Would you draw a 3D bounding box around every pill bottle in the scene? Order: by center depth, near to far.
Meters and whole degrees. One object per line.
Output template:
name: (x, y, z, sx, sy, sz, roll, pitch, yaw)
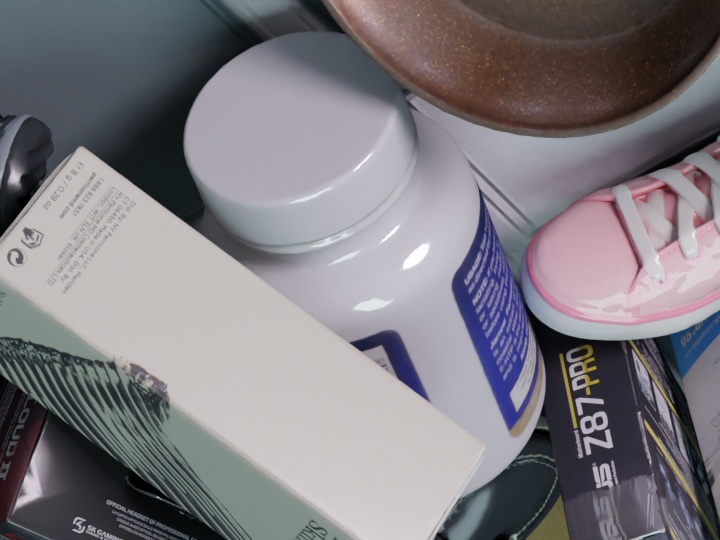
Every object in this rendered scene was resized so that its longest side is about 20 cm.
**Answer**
pill bottle: (0.000, 0.000, 1.026, 0.119, 0.120, 0.201, -16, 139, 7)

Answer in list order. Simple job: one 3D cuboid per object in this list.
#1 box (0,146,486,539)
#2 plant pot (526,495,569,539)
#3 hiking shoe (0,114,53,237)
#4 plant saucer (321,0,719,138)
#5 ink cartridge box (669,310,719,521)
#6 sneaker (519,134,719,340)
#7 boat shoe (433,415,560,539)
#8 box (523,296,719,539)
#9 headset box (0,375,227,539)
box: (-0.056, 0.047, 0.956, 0.199, 0.069, 0.082, 36, 151, 1)
plant pot: (0.048, 0.160, 1.288, 0.198, 0.028, 0.201, -6, 138, -5)
hiking shoe: (-0.195, -0.008, 1.032, 0.086, 0.075, 0.201, 27, 130, -6)
plant saucer: (0.056, -0.146, 0.869, 0.199, 0.037, 0.202, 18, 127, 26)
ink cartridge box: (0.220, 0.091, 1.110, 0.115, 0.201, 0.068, 15, 134, -25)
sneaker: (0.164, -0.039, 1.047, 0.198, 0.076, 0.105, -13, 144, -8)
boat shoe: (0.046, 0.148, 1.205, 0.072, 0.063, 0.200, 16, 132, -27)
box: (0.138, 0.111, 1.147, 0.049, 0.162, 0.200, -20, 139, 12)
headset box: (-0.114, 0.104, 1.074, 0.148, 0.076, 0.199, 28, 161, -28)
